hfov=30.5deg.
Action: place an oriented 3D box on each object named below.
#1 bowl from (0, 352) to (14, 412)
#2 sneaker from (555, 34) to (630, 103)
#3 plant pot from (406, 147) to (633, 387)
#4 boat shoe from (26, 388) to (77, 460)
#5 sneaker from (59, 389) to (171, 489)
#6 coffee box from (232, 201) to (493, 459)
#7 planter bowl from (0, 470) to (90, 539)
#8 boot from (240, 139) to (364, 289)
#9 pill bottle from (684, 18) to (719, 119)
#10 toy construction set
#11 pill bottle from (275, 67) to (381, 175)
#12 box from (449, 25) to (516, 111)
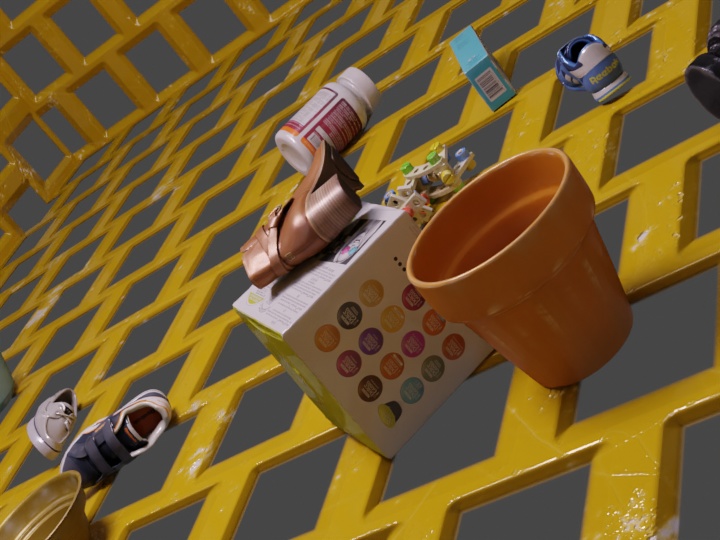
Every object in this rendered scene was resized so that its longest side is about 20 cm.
[{"bbox_3d":[-0.786,0.251,2.699,0.200,0.105,0.202,-35,22,16],"label":"bowl"},{"bbox_3d":[0.317,-0.299,1.867,0.074,0.082,0.200,-41,18,1],"label":"sneaker"},{"bbox_3d":[0.177,0.011,1.338,0.199,0.184,0.201,-34,21,15],"label":"plant pot"},{"bbox_3d":[-0.519,0.258,2.263,0.066,0.072,0.200,-43,12,6],"label":"boat shoe"},{"bbox_3d":[-0.367,0.256,1.972,0.200,0.079,0.079,-42,15,-7],"label":"sneaker"},{"bbox_3d":[0.003,0.061,1.525,0.198,0.200,0.200,-44,21,-11],"label":"coffee box"},{"bbox_3d":[-0.436,0.382,1.832,0.199,0.084,0.201,-35,22,16],"label":"planter bowl"},{"bbox_3d":[-0.074,-0.067,1.540,0.154,0.074,0.200,-40,16,13],"label":"boot"},{"bbox_3d":[0.464,-0.264,1.487,0.200,0.112,0.112,-44,20,-8],"label":"pill bottle"},{"bbox_3d":[0.086,-0.102,1.884,0.130,0.093,0.200,-27,14,32],"label":"toy construction set"},{"bbox_3d":[-0.057,-0.278,2.456,0.200,0.110,0.109,-46,21,-16],"label":"pill bottle"},{"bbox_3d":[0.197,-0.331,2.147,0.049,0.083,0.201,-36,20,12],"label":"box"}]
